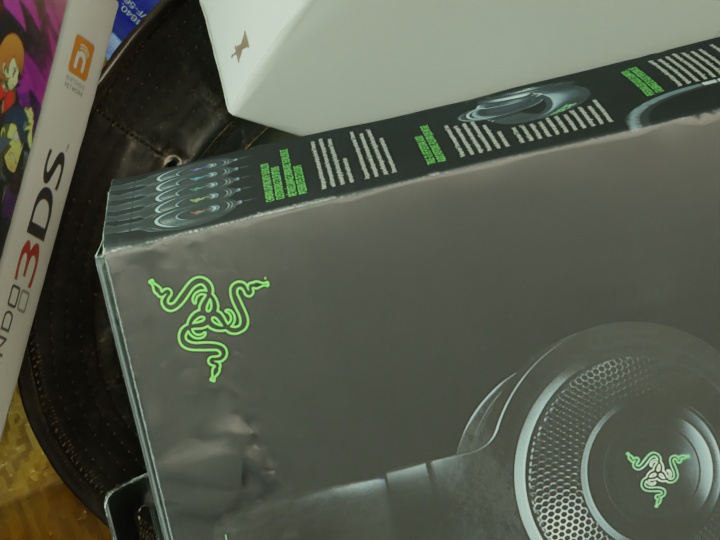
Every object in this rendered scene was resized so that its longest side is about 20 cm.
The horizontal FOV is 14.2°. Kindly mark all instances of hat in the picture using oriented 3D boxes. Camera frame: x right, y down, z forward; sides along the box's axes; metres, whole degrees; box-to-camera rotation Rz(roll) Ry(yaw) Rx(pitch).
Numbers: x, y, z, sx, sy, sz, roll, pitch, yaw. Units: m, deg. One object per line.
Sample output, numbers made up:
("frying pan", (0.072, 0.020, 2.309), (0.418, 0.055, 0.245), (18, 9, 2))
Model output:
("hat", (0.000, 0.000, 0.833), (0.199, 0.081, 0.202), (-2, 96, -25))

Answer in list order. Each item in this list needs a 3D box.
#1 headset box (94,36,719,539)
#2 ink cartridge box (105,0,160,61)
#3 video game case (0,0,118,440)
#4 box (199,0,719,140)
("headset box", (0.036, 0.048, 0.725), (0.199, 0.093, 0.175), (-12, 102, -1))
("ink cartridge box", (-0.018, -0.119, 0.892), (0.099, 0.039, 0.200), (42, 78, -4))
("video game case", (-0.141, -0.019, 0.724), (0.036, 0.200, 0.182), (9, 78, 26))
("box", (0.059, -0.091, 0.804), (0.199, 0.098, 0.125), (16, 40, -31))
